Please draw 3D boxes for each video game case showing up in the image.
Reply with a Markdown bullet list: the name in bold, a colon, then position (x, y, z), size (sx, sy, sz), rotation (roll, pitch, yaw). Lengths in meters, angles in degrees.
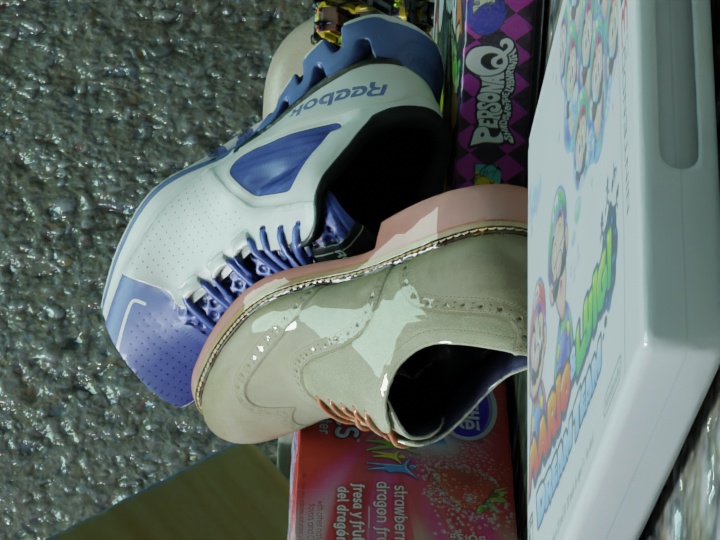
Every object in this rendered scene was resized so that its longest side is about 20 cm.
- **video game case**: position (0.055, -0.102, 0.946), size (0.200, 0.035, 0.183), rotation (-96, 8, -75)
- **video game case**: position (0.070, -0.014, 0.583), size (0.200, 0.023, 0.183), rotation (97, 176, -61)

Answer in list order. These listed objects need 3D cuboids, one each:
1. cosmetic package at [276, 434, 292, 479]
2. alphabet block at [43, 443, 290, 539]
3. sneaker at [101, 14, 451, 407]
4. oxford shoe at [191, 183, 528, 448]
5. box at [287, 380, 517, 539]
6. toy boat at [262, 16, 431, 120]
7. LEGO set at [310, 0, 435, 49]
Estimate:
- **cosmetic package**: position (0.004, 0.050, 1.214), size (0.201, 0.103, 0.074), rotation (99, 175, -56)
- **alphabet block**: position (-0.090, 0.259, 1.209), size (0.200, 0.196, 0.196), rotation (46, 149, 32)
- **sneaker**: position (-0.031, -0.015, 0.883), size (0.200, 0.080, 0.115), rotation (-47, 27, 13)
- **oxford shoe**: position (-0.001, 0.037, 0.797), size (0.200, 0.070, 0.074), rotation (-33, 51, 44)
- **box**: position (0.016, 0.096, 0.907), size (0.201, 0.095, 0.100), rotation (-89, 3, -54)
- **toy boat**: position (0.008, -0.090, 1.456), size (0.131, 0.130, 0.202), rotation (-22, -61, -60)
- **LEGO set**: position (0.036, -0.228, 1.202), size (0.154, 0.115, 0.202), rotation (31, -118, -59)
